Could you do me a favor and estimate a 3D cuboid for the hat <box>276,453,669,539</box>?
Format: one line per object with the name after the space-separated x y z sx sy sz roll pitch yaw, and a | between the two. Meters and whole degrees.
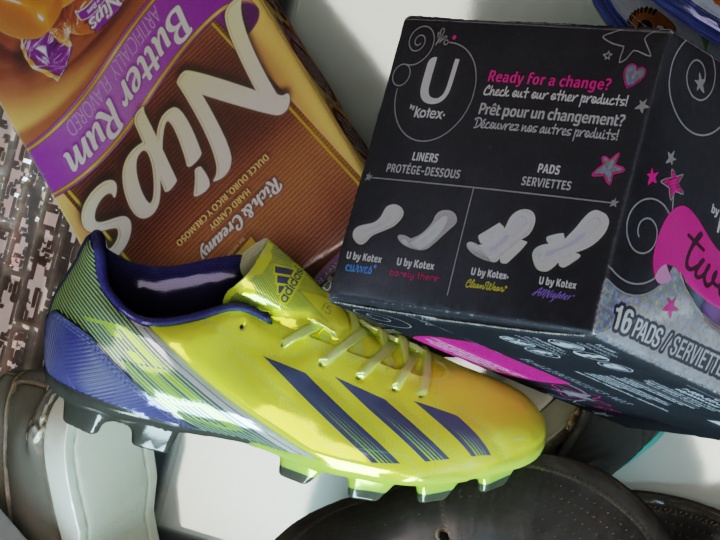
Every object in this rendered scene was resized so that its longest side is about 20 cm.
0.046 0.173 1.140 0.199 0.081 0.202 -10 58 17 | hat

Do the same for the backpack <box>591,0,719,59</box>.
0.169 -0.141 1.107 0.199 0.191 0.155 22 116 3 | backpack

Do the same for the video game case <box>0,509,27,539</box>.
-0.145 0.218 1.227 0.200 0.023 0.182 48 126 8 | video game case

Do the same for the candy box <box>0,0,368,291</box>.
-0.075 -0.066 1.179 0.116 0.056 0.201 -35 72 8 | candy box

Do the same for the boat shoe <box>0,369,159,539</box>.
-0.123 0.138 1.244 0.060 0.072 0.203 11 113 35 | boat shoe

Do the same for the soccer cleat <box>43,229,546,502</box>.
-0.021 0.034 1.099 0.199 0.065 0.084 11 105 -7 | soccer cleat

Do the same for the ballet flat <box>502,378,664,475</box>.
0.040 0.095 1.214 0.200 0.068 0.068 -44 132 5 | ballet flat

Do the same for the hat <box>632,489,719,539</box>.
0.109 0.195 1.215 0.199 0.081 0.202 1 97 7 | hat

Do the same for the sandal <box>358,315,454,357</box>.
0.000 0.000 1.212 0.199 0.080 0.054 6 77 10 | sandal

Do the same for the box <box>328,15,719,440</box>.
0.109 -0.010 1.079 0.132 0.200 0.115 7 79 42 | box
